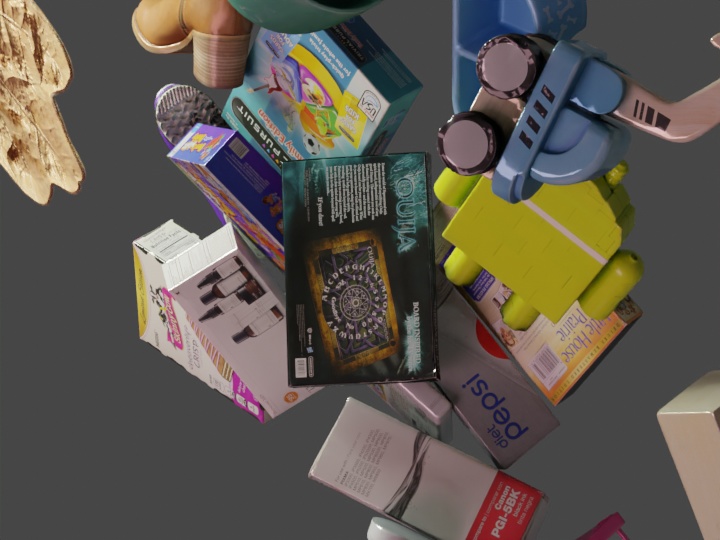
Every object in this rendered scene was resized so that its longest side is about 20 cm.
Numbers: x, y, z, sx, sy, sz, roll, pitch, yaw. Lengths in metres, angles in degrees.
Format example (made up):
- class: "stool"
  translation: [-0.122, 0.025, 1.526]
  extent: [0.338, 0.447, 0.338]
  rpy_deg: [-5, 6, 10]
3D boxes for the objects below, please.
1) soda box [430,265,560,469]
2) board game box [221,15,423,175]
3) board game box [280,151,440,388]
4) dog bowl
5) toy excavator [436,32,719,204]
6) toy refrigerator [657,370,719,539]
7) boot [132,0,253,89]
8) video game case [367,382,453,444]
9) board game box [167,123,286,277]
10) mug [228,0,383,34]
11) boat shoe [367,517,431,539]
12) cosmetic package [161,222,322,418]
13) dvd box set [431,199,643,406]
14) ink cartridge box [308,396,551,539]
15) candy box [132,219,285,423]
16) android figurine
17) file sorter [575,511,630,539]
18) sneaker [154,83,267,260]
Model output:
- class: "soda box"
  translation: [0.091, 0.081, 1.775]
  extent: [0.200, 0.068, 0.063]
  rpy_deg: [52, 176, 3]
- class: "board game box"
  translation: [-0.040, -0.154, 1.804]
  extent: [0.151, 0.047, 0.200]
  rpy_deg: [49, 144, 13]
- class: "board game box"
  translation: [0.000, 0.000, 1.736]
  extent: [0.134, 0.028, 0.202]
  rpy_deg: [-3, 84, 10]
- class: "dog bowl"
  translation: [0.123, -0.172, 1.591]
  extent: [0.111, 0.049, 0.201]
  rpy_deg: [29, 135, 35]
- class: "toy excavator"
  translation: [0.186, -0.119, 1.463]
  extent: [0.199, 0.100, 0.195]
  rpy_deg: [30, 105, 14]
- class: "toy refrigerator"
  translation: [0.319, 0.186, 1.596]
  extent: [0.070, 0.076, 0.201]
  rpy_deg: [-7, 109, 52]
- class: "boot"
  translation: [-0.150, -0.272, 1.841]
  extent: [0.200, 0.073, 0.156]
  rpy_deg: [36, 127, 49]
- class: "video game case"
  translation: [0.014, 0.088, 1.842]
  extent: [0.182, 0.023, 0.200]
  rpy_deg: [42, 173, 11]
- class: "board game box"
  translation: [-0.081, -0.049, 1.839]
  extent: [0.200, 0.045, 0.134]
  rpy_deg: [46, 171, -19]
- class: "mug"
  translation: [-0.059, -0.288, 1.638]
  extent: [0.114, 0.152, 0.186]
  rpy_deg: [-15, 103, 56]
- class: "boat shoe"
  translation: [0.041, 0.268, 1.764]
  extent: [0.073, 0.068, 0.199]
  rpy_deg: [24, 173, 15]
- class: "cosmetic package"
  translation: [-0.106, 0.052, 1.937]
  extent: [0.200, 0.082, 0.051]
  rpy_deg: [53, -169, -36]
- class: "dvd box set"
  translation: [0.142, 0.003, 1.712]
  extent: [0.200, 0.029, 0.147]
  rpy_deg: [50, 144, 14]
- class: "ink cartridge box"
  translation: [0.067, 0.199, 1.803]
  extent: [0.199, 0.083, 0.147]
  rpy_deg: [25, 174, 11]
- class: "candy box"
  translation: [-0.151, 0.052, 2.081]
  extent: [0.199, 0.061, 0.137]
  rpy_deg: [31, 137, 34]
- class: "android figurine"
  translation: [0.146, -0.038, 1.597]
  extent: [0.182, 0.041, 0.200]
  rpy_deg: [37, 135, 5]
- class: "file sorter"
  translation: [0.178, 0.342, 1.778]
  extent: [0.126, 0.200, 0.139]
  rpy_deg: [50, 144, 6]
- class: "sneaker"
  translation: [-0.137, -0.105, 1.950]
  extent: [0.201, 0.069, 0.099]
  rpy_deg: [57, 172, -19]
